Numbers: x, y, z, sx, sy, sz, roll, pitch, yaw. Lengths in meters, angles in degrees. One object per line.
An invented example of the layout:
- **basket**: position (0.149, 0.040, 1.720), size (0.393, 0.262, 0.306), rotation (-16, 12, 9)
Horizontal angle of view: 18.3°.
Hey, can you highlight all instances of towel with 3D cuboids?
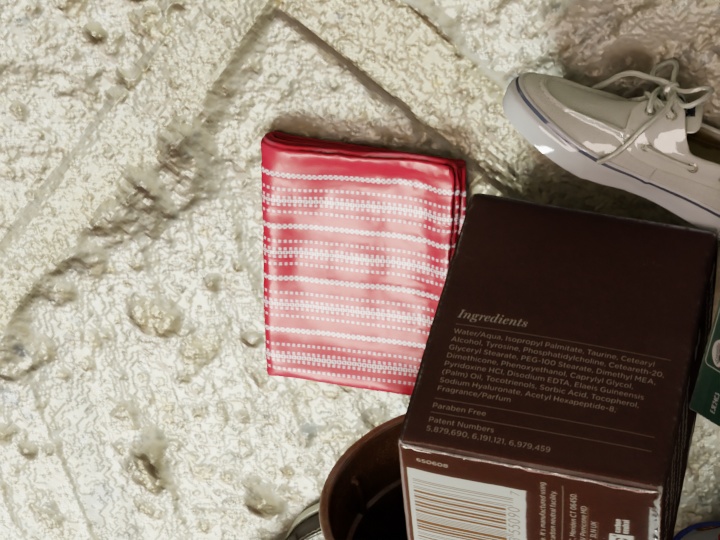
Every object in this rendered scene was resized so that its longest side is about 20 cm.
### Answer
- **towel**: position (0.000, 0.000, 1.541), size (0.144, 0.023, 0.201), rotation (9, 123, 13)

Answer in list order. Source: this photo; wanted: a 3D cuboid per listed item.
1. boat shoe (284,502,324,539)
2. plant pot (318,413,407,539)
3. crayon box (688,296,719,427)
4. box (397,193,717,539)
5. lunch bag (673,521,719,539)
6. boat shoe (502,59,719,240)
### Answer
- **boat shoe**: position (-0.049, 0.238, 1.680), size (0.072, 0.061, 0.201), rotation (44, 123, -12)
- **plant pot**: position (0.081, 0.232, 1.567), size (0.199, 0.201, 0.199), rotation (4, 129, 15)
- **crayon box**: position (0.296, 0.023, 1.382), size (0.052, 0.199, 0.126), rotation (33, 122, 39)
- **box**: position (0.128, 0.087, 1.421), size (0.163, 0.201, 0.166), rotation (10, 145, 13)
- **lunch bag**: position (0.219, 0.260, 1.465), size (0.124, 0.170, 0.200), rotation (41, 134, 1)
- **boat shoe**: position (0.192, -0.088, 1.395), size (0.201, 0.075, 0.086), rotation (27, 126, -5)
